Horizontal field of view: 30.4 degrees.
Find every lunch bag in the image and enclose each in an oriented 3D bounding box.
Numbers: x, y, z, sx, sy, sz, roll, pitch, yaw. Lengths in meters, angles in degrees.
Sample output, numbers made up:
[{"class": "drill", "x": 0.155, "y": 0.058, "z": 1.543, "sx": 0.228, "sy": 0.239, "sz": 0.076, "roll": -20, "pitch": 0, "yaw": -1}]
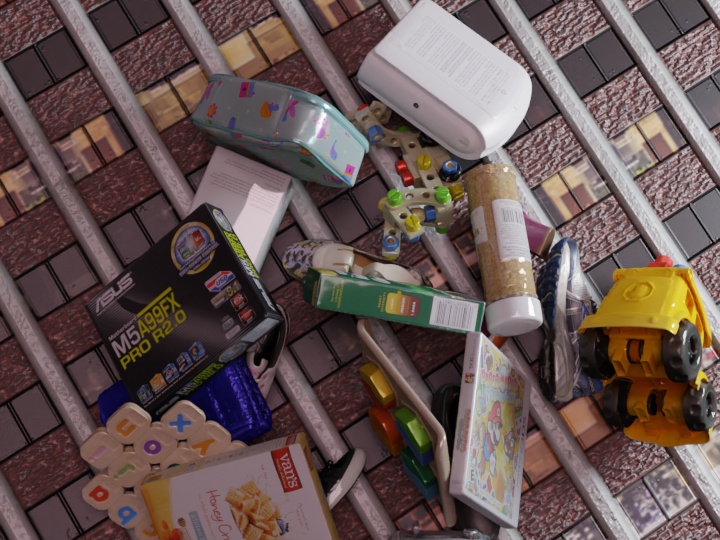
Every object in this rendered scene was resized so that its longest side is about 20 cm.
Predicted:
[{"class": "lunch bag", "x": -0.096, "y": -0.166, "z": 1.598, "sx": 0.198, "sy": 0.160, "sz": 0.078, "roll": 16, "pitch": 80, "yaw": 35}]

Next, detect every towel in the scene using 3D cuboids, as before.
[{"class": "towel", "x": -0.212, "y": 0.167, "z": 1.558, "sx": 0.199, "sy": 0.049, "sz": 0.149, "roll": -32, "pitch": 81, "yaw": 19}]

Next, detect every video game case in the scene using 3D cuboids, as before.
[{"class": "video game case", "x": 0.154, "y": 0.190, "z": 1.539, "sx": 0.023, "sy": 0.200, "sz": 0.185, "roll": -1, "pitch": 69, "yaw": 25}]

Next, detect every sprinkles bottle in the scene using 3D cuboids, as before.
[{"class": "sprinkles bottle", "x": 0.171, "y": -0.025, "z": 1.596, "sx": 0.067, "sy": 0.068, "sz": 0.203, "roll": -5, "pitch": 69, "yaw": -5}]

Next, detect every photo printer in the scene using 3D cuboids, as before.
[{"class": "photo printer", "x": 0.115, "y": -0.235, "z": 1.660, "sx": 0.199, "sy": 0.070, "sz": 0.167, "roll": 36, "pitch": 47, "yaw": 3}]

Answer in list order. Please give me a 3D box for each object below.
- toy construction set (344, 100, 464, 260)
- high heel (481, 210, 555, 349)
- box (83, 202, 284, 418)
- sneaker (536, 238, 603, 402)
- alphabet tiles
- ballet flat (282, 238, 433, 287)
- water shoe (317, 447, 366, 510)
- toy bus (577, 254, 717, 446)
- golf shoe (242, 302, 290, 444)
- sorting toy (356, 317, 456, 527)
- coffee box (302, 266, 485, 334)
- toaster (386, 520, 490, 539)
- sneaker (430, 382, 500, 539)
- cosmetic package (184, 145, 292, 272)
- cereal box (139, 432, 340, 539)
[{"class": "toy construction set", "x": 0.056, "y": -0.120, "z": 1.644, "sx": 0.129, "sy": 0.092, "sz": 0.202, "roll": -18, "pitch": 70, "yaw": -9}, {"class": "high heel", "x": 0.162, "y": 0.017, "z": 1.659, "sx": 0.095, "sy": 0.067, "sz": 0.202, "roll": 24, "pitch": 79, "yaw": 26}, {"class": "box", "x": -0.205, "y": 0.048, "z": 1.522, "sx": 0.199, "sy": 0.044, "sz": 0.161, "roll": -37, "pitch": 69, "yaw": 15}, {"class": "sneaker", "x": 0.267, "y": 0.062, "z": 1.646, "sx": 0.084, "sy": 0.077, "sz": 0.204, "roll": 2, "pitch": 86, "yaw": -13}, {"class": "alphabet tiles", "x": -0.222, "y": 0.235, "z": 1.535, "sx": 0.199, "sy": 0.015, "sz": 0.195, "roll": 39, "pitch": 114, "yaw": -20}, {"class": "ballet flat", "x": 0.000, "y": 0.000, "z": 1.636, "sx": 0.197, "sy": 0.072, "sz": 0.073, "roll": 19, "pitch": 78, "yaw": 1}, {"class": "water shoe", "x": -0.077, "y": 0.273, "z": 1.574, "sx": 0.079, "sy": 0.072, "sz": 0.200, "roll": 43, "pitch": 80, "yaw": 3}, {"class": "toy bus", "x": 0.367, "y": 0.084, "z": 1.608, "sx": 0.134, "sy": 0.201, "sz": 0.193, "roll": -3, "pitch": 40, "yaw": 35}, {"class": "golf shoe", "x": -0.142, "y": 0.131, "z": 1.590, "sx": 0.072, "sy": 0.092, "sz": 0.203, "roll": 19, "pitch": 80, "yaw": -2}, {"class": "sorting toy", "x": 0.047, "y": 0.177, "z": 1.512, "sx": 0.036, "sy": 0.186, "sz": 0.201, "roll": -26, "pitch": 53, "yaw": -11}, {"class": "coffee box", "x": 0.036, "y": 0.034, "z": 1.544, "sx": 0.197, "sy": 0.123, "sz": 0.045, "roll": 10, "pitch": 93, "yaw": -8}, {"class": "toaster", "x": 0.081, "y": 0.394, "z": 1.536, "sx": 0.127, "sy": 0.114, "sz": 0.203, "roll": 7, "pitch": 95, "yaw": 2}, {"class": "sneaker", "x": 0.126, "y": 0.234, "z": 1.592, "sx": 0.074, "sy": 0.079, "sz": 0.203, "roll": -12, "pitch": 82, "yaw": -8}, {"class": "cosmetic package", "x": -0.166, "y": -0.035, "z": 1.624, "sx": 0.106, "sy": 0.085, "sz": 0.202, "roll": 23, "pitch": 79, "yaw": 3}, {"class": "cereal box", "x": -0.135, "y": 0.278, "z": 1.508, "sx": 0.197, "sy": 0.040, "sz": 0.146, "roll": -16, "pitch": 103, "yaw": 12}]
